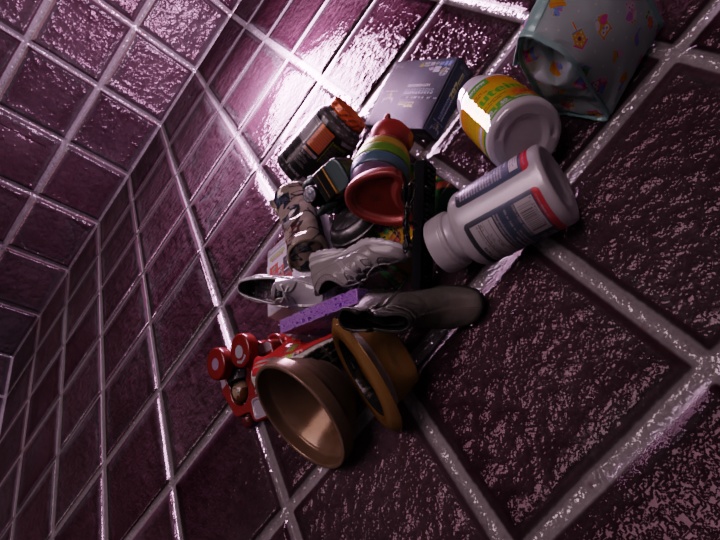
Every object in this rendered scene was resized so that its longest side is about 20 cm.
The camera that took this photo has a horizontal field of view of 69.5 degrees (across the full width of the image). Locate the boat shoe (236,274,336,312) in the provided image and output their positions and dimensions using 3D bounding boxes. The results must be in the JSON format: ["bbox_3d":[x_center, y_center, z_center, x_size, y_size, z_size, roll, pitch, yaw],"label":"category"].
[{"bbox_3d":[-0.142,0.038,0.960,0.198,0.068,0.073,13,99,28],"label":"boat shoe"}]

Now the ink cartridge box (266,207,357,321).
[{"bbox_3d":[-0.099,-0.009,1.063,0.199,0.084,0.177,-35,45,28],"label":"ink cartridge box"}]

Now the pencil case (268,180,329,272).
[{"bbox_3d":[-0.118,-0.085,1.001,0.089,0.078,0.201,-28,46,9],"label":"pencil case"}]

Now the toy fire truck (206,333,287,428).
[{"bbox_3d":[-0.216,0.224,1.046,0.199,0.112,0.169,-30,66,34],"label":"toy fire truck"}]

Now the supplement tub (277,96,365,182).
[{"bbox_3d":[-0.088,-0.290,1.192,0.200,0.122,0.123,-43,41,20],"label":"supplement tub"}]

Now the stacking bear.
[{"bbox_3d":[0.044,-0.191,0.918,0.113,0.122,0.201,-2,50,19],"label":"stacking bear"}]

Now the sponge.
[{"bbox_3d":[-0.038,0.079,0.918,0.199,0.111,0.030,-23,65,38],"label":"sponge"}]

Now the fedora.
[{"bbox_3d":[0.029,0.145,0.798,0.081,0.202,0.201,-28,36,-15],"label":"fedora"}]

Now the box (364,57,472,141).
[{"bbox_3d":[0.112,-0.351,1.065,0.199,0.051,0.159,25,88,51],"label":"box"}]

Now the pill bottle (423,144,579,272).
[{"bbox_3d":[0.195,-0.079,0.750,0.199,0.119,0.120,-29,48,34],"label":"pill bottle"}]

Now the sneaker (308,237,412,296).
[{"bbox_3d":[0.000,0.000,0.876,0.199,0.075,0.083,-13,68,34],"label":"sneaker"}]

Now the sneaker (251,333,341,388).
[{"bbox_3d":[-0.109,0.147,0.939,0.199,0.077,0.085,-23,45,0],"label":"sneaker"}]

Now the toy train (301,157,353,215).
[{"bbox_3d":[-0.027,-0.167,1.010,0.114,0.199,0.086,-34,82,32],"label":"toy train"}]

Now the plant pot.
[{"bbox_3d":[-0.074,0.216,0.858,0.200,0.202,0.093,-6,22,46],"label":"plant pot"}]

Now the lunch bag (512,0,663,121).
[{"bbox_3d":[0.304,-0.335,0.721,0.122,0.199,0.171,30,92,52],"label":"lunch bag"}]

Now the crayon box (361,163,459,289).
[{"bbox_3d":[0.081,-0.082,0.935,0.201,0.051,0.127,-57,39,6],"label":"crayon box"}]

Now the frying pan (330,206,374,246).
[{"bbox_3d":[0.014,-0.118,0.960,0.190,0.031,0.115,-45,30,-6],"label":"frying pan"}]

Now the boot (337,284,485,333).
[{"bbox_3d":[0.076,0.065,0.741,0.198,0.131,0.068,-2,98,15],"label":"boot"}]

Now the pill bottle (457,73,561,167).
[{"bbox_3d":[0.220,-0.242,0.817,0.111,0.111,0.201,-45,29,19],"label":"pill bottle"}]

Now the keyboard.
[{"bbox_3d":[0.095,-0.071,0.810,0.020,0.127,0.202,2,92,30],"label":"keyboard"}]
